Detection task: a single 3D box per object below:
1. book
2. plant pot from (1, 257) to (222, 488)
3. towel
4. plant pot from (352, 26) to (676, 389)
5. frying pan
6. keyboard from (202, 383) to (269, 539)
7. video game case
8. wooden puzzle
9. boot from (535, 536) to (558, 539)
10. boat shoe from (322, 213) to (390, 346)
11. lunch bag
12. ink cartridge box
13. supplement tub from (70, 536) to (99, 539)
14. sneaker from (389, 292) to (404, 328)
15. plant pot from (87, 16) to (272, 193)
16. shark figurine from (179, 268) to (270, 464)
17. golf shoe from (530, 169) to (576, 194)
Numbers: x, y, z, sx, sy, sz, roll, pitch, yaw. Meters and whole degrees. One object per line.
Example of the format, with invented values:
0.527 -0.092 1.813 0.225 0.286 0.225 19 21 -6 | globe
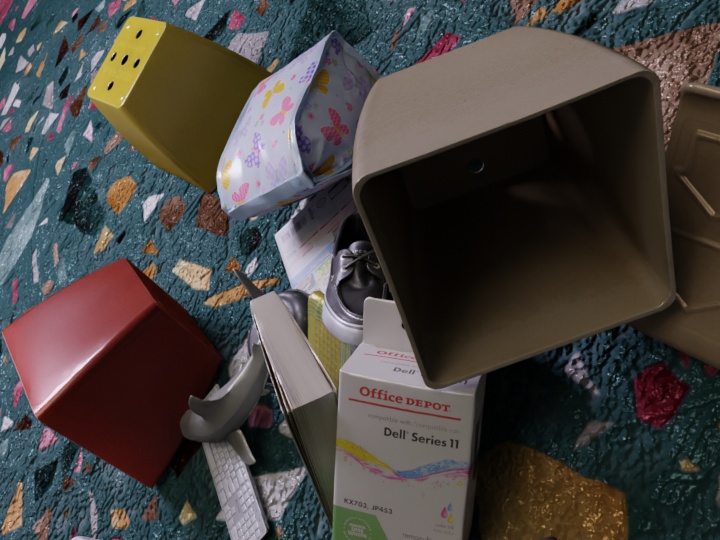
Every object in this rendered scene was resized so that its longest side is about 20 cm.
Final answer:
-0.050 0.133 0.773 0.047 0.202 0.134 -21 45 -10 | book
-0.293 0.110 1.023 0.176 0.200 0.199 -45 43 -5 | plant pot
0.000 0.118 0.801 0.199 0.022 0.147 35 130 49 | towel
0.101 -0.068 0.617 0.196 0.202 0.179 -19 38 4 | plant pot
-0.120 0.096 0.964 0.189 0.031 0.117 -38 47 26 | frying pan
-0.151 0.225 0.931 0.056 0.011 0.202 -45 49 20 | keyboard
-0.026 -0.016 0.957 0.143 0.018 0.202 -41 46 18 | video game case
0.292 -0.015 0.578 0.184 0.046 0.204 30 124 42 | wooden puzzle
0.107 0.302 0.619 0.198 0.070 0.148 -34 50 25 | boot
0.000 0.000 0.800 0.201 0.068 0.068 -87 1 -65 | boat shoe
-0.074 -0.153 0.977 0.168 0.127 0.203 -20 39 46 | lunch bag
0.041 0.134 0.676 0.114 0.067 0.205 7 107 16 | ink cartridge box
-0.290 0.406 0.891 0.121 0.122 0.204 -4 64 41 | supplement tub
0.063 0.070 0.792 0.199 0.075 0.077 12 81 65 | sneaker
-0.283 -0.266 1.220 0.199 0.175 0.203 26 85 47 | plant pot
-0.146 0.121 0.896 0.128 0.088 0.217 44 110 43 | shark figurine
0.145 -0.035 0.775 0.198 0.077 0.097 -13 67 47 | golf shoe
